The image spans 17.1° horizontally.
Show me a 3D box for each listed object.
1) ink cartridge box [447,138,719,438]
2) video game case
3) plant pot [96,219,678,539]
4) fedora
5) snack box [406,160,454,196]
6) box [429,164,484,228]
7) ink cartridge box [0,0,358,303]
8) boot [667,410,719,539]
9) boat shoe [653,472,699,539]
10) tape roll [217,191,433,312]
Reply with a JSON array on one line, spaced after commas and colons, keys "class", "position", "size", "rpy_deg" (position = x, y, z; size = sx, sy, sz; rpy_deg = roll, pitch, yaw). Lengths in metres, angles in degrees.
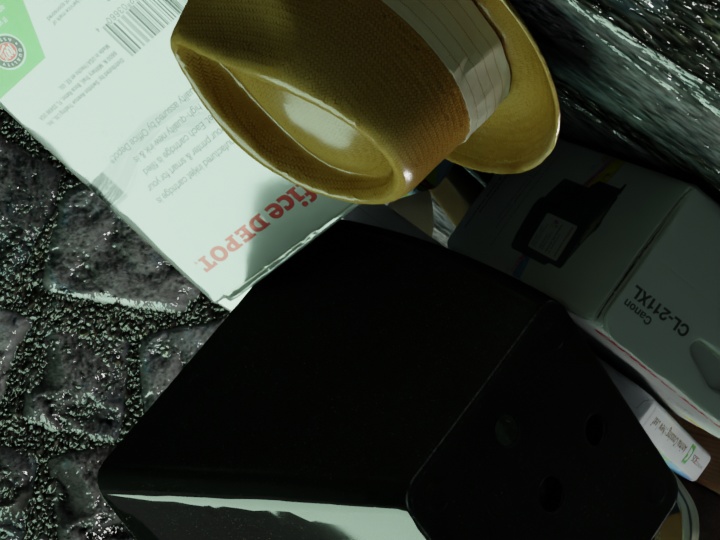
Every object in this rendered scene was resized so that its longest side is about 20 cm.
[{"class": "ink cartridge box", "position": [0.152, 0.013, 1.207], "size": [0.146, 0.083, 0.200], "rpy_deg": [37, 177, -21]}, {"class": "video game case", "position": [0.092, 0.038, 1.294], "size": [0.200, 0.022, 0.182], "rpy_deg": [36, 179, 22]}, {"class": "plant pot", "position": [0.031, 0.106, 1.169], "size": [0.177, 0.200, 0.200], "rpy_deg": [-1, 131, 50]}, {"class": "fedora", "position": [-0.013, -0.090, 1.020], "size": [0.200, 0.082, 0.201], "rpy_deg": [31, 157, 14]}, {"class": "snack box", "position": [-0.032, -0.123, 1.307], "size": [0.200, 0.068, 0.169], "rpy_deg": [37, 176, -5]}, {"class": "box", "position": [0.106, 0.003, 1.571], "size": [0.200, 0.021, 0.163], "rpy_deg": [56, -170, 31]}, {"class": "ink cartridge box", "position": [-0.086, -0.101, 1.184], "size": [0.200, 0.146, 0.084], "rpy_deg": [44, -140, -14]}, {"class": "boot", "position": [0.143, 0.152, 1.440], "size": [0.200, 0.167, 0.072], "rpy_deg": [6, 157, 48]}, {"class": "boat shoe", "position": [0.121, 0.103, 1.391], "size": [0.062, 0.075, 0.200], "rpy_deg": [-8, -141, -27]}, {"class": "tape roll", "position": [-0.046, -0.052, 1.568], "size": [0.203, 0.203, 0.037], "rpy_deg": [36, 138, -6]}]
